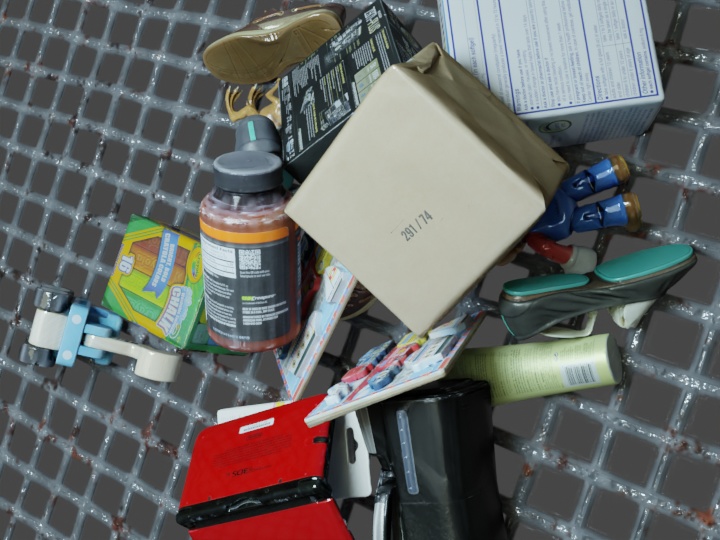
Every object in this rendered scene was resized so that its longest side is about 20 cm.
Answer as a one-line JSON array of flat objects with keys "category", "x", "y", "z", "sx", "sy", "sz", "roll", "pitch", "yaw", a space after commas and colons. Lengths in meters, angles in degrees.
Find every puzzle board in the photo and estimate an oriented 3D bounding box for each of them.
[{"category": "puzzle board", "x": -0.060, "y": 0.028, "z": 0.969, "sx": 0.201, "sy": 0.017, "sz": 0.151, "roll": -64, "pitch": 30, "yaw": 26}, {"category": "puzzle board", "x": 0.041, "y": 0.093, "z": 0.872, "sx": 0.150, "sy": 0.200, "sz": 0.017, "roll": -25, "pitch": 95, "yaw": 23}]

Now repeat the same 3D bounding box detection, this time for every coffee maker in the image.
[{"category": "coffee maker", "x": 0.095, "y": 0.213, "z": 0.864, "sx": 0.191, "sy": 0.135, "sz": 0.201, "roll": -7, "pitch": 89, "yaw": 9}]

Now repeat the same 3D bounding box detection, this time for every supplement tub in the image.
[{"category": "supplement tub", "x": -0.115, "y": -0.021, "z": 0.903, "sx": 0.107, "sy": 0.107, "sz": 0.201, "roll": 18, "pitch": 120, "yaw": 29}]

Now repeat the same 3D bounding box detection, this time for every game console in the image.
[{"category": "game console", "x": -0.090, "y": 0.254, "z": 0.943, "sx": 0.199, "sy": 0.119, "sz": 0.173, "roll": -20, "pitch": 42, "yaw": 27}]

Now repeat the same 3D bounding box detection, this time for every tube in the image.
[{"category": "tube", "x": 0.169, "y": 0.105, "z": 0.894, "sx": 0.199, "sy": 0.052, "sz": 0.058, "roll": -14, "pitch": 36, "yaw": 30}]

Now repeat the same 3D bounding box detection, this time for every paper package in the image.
[{"category": "paper package", "x": 0.060, "y": -0.073, "z": 0.802, "sx": 0.191, "sy": 0.103, "sz": 0.200, "roll": 42, "pitch": 127, "yaw": 1}]

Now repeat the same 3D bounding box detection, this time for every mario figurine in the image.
[{"category": "mario figurine", "x": 0.189, "y": -0.056, "z": 0.904, "sx": 0.199, "sy": 0.106, "sz": 0.124, "roll": -15, "pitch": 41, "yaw": 15}]

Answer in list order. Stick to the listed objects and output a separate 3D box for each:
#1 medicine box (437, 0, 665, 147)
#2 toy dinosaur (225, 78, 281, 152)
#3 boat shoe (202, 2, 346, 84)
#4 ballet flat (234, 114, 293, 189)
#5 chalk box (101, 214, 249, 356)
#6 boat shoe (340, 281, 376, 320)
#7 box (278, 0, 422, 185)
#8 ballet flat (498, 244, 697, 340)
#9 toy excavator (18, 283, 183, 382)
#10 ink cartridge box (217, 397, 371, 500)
[{"category": "medicine box", "x": 0.186, "y": -0.226, "z": 0.868, "sx": 0.199, "sy": 0.103, "sz": 0.183, "roll": -7, "pitch": 78, "yaw": 7}, {"category": "toy dinosaur", "x": -0.132, "y": -0.182, "z": 1.087, "sx": 0.200, "sy": 0.060, "sz": 0.106, "roll": -43, "pitch": 67, "yaw": 16}, {"category": "boat shoe", "x": -0.108, "y": -0.299, "z": 1.096, "sx": 0.199, "sy": 0.072, "sz": 0.072, "roll": -13, "pitch": 39, "yaw": 25}, {"category": "ballet flat", "x": -0.114, "y": -0.136, "z": 0.999, "sx": 0.073, "sy": 0.200, "sz": 0.073, "roll": 0, "pitch": 83, "yaw": -1}, {"category": "chalk box", "x": -0.194, "y": 0.027, "z": 1.044, "sx": 0.199, "sy": 0.124, "sz": 0.125, "roll": 21, "pitch": 92, "yaw": 33}, {"category": "boat shoe", "x": 0.000, "y": 0.000, "z": 0.967, "sx": 0.200, "sy": 0.072, "sz": 0.072, "roll": -27, "pitch": 71, "yaw": 30}, {"category": "box", "x": -0.003, "y": -0.187, "z": 0.954, "sx": 0.164, "sy": 0.086, "sz": 0.200, "roll": -35, "pitch": 35, "yaw": 19}, {"category": "ballet flat", "x": 0.236, "y": 0.026, "z": 0.848, "sx": 0.199, "sy": 0.068, "sz": 0.069, "roll": -12, "pitch": 108, "yaw": 2}, {"category": "toy excavator", "x": -0.344, "y": 0.093, "z": 1.141, "sx": 0.194, "sy": 0.199, "sz": 0.100, "roll": -167, "pitch": 91, "yaw": -73}, {"category": "ink cartridge box", "x": -0.065, "y": 0.209, "z": 0.987, "sx": 0.199, "sy": 0.067, "sz": 0.117, "roll": -11, "pitch": 78, "yaw": 28}]
